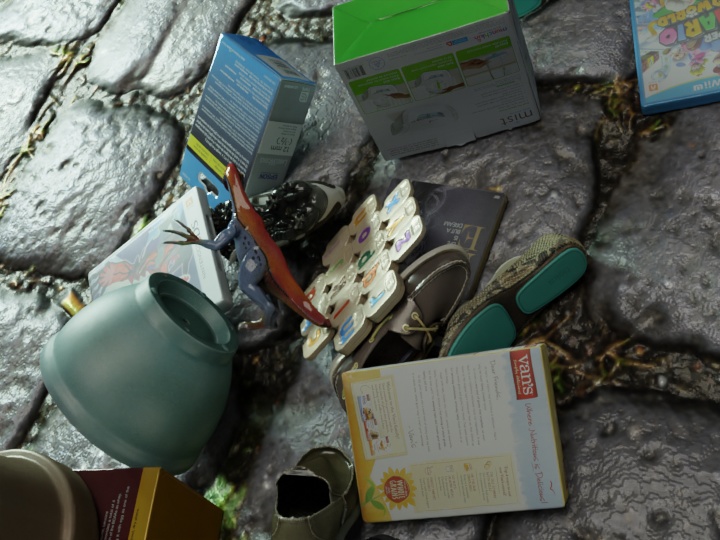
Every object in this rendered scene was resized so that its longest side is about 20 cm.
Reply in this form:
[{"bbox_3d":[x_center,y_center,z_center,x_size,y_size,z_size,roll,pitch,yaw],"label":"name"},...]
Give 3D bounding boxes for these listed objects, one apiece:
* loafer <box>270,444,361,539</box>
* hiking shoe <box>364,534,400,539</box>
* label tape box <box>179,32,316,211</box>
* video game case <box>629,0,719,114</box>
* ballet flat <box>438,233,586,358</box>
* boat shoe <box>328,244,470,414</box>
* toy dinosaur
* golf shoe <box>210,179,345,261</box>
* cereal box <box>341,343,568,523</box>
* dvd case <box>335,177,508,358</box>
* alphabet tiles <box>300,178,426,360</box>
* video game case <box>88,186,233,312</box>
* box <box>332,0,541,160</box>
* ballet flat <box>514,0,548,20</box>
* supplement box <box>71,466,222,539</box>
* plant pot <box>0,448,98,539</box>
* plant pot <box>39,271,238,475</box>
[{"bbox_3d":[-0.040,0.210,0.896,0.073,0.071,0.200,-2,17,6],"label":"loafer"},{"bbox_3d":[-0.048,0.297,0.881,0.197,0.101,0.077,-29,53,6],"label":"hiking shoe"},{"bbox_3d":[-0.147,-0.177,1.229,0.143,0.065,0.203,41,121,37],"label":"label tape box"},{"bbox_3d":[0.378,-0.271,1.084,0.140,0.018,0.204,-8,58,20],"label":"video game case"},{"bbox_3d":[0.144,0.034,0.986,0.199,0.068,0.075,-41,30,-10],"label":"ballet flat"},{"bbox_3d":[0.045,0.063,0.972,0.200,0.071,0.060,-48,28,13],"label":"boat shoe"},{"bbox_3d":[-0.109,-0.028,1.063,0.196,0.105,0.186,-2,87,20],"label":"toy dinosaur"},{"bbox_3d":[-0.099,-0.060,1.152,0.198,0.094,0.079,-9,96,43],"label":"golf shoe"},{"bbox_3d":[0.087,0.154,0.907,0.196,0.039,0.147,-9,88,19],"label":"cereal box"},{"bbox_3d":[0.065,-0.008,1.070,0.146,0.016,0.203,10,66,29],"label":"dvd case"},{"bbox_3d":[0.000,0.000,1.032,0.196,0.014,0.201,-48,26,20],"label":"alphabet tiles"},{"bbox_3d":[-0.247,0.022,1.166,0.199,0.023,0.184,-36,51,19],"label":"video game case"},{"bbox_3d":[0.089,-0.232,1.095,0.196,0.177,0.098,-14,55,17],"label":"box"},{"bbox_3d":[0.218,-0.364,1.198,0.197,0.072,0.073,-26,53,6],"label":"ballet flat"},{"bbox_3d":[-0.266,0.313,0.953,0.196,0.133,0.201,-6,58,21],"label":"supplement box"},{"bbox_3d":[-0.359,0.232,0.853,0.196,0.175,0.204,-12,54,17],"label":"plant pot"},{"bbox_3d":[-0.210,0.089,1.001,0.135,0.199,0.201,-49,51,13],"label":"plant pot"}]
